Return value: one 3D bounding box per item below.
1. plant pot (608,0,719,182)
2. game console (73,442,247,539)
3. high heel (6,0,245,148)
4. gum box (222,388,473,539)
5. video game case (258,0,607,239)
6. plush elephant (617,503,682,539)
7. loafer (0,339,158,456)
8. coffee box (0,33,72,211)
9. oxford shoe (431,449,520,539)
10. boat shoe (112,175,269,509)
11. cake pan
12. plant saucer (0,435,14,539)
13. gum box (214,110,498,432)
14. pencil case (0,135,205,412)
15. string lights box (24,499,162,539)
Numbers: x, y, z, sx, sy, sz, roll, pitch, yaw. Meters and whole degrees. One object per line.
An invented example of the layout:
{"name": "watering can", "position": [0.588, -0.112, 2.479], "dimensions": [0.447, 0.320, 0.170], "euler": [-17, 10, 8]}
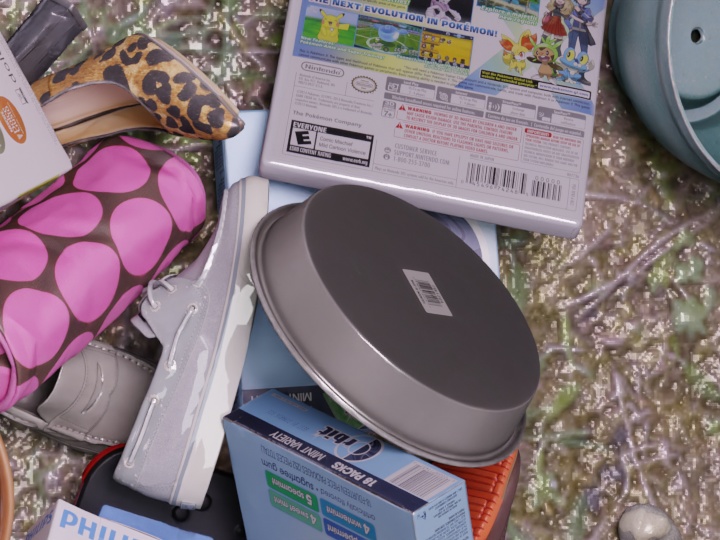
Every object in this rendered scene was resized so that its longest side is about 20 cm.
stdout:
{"name": "plant pot", "position": [0.237, -0.147, 1.747], "dimensions": [0.199, 0.134, 0.202], "euler": [-3, 97, -28]}
{"name": "game console", "position": [-0.112, 0.217, 1.711], "dimensions": [0.176, 0.031, 0.201], "euler": [20, 94, -13]}
{"name": "high heel", "position": [-0.167, -0.077, 1.663], "dimensions": [0.143, 0.199, 0.071], "euler": [-52, 140, -14]}
{"name": "gum box", "position": [0.003, 0.186, 1.622], "dimensions": [0.044, 0.169, 0.201], "euler": [-28, 123, -32]}
{"name": "video game case", "position": [0.048, -0.119, 1.728], "dimensions": [0.199, 0.022, 0.183], "euler": [11, 60, -3]}
{"name": "plush elephant", "position": [0.218, 0.254, 1.730], "dimensions": [0.164, 0.155, 0.201], "euler": [29, 82, -9]}
{"name": "loafer", "position": [-0.181, 0.071, 1.700], "dimensions": [0.199, 0.070, 0.070], "euler": [15, 85, -10]}
{"name": "coffee box", "position": [-0.318, -0.081, 1.577], "dimensions": [0.199, 0.198, 0.200], "euler": [-28, 94, 19]}
{"name": "oxford shoe", "position": [0.057, 0.194, 1.757], "dimensions": [0.072, 0.071, 0.201], "euler": [38, 71, -43]}
{"name": "boat shoe", "position": [-0.102, 0.038, 1.656], "dimensions": [0.071, 0.070, 0.202], "euler": [14, 86, -3]}
{"name": "cake pan", "position": [0.027, 0.025, 1.622], "dimensions": [0.200, 0.201, 0.037], "euler": [38, 118, -8]}
{"name": "plant saucer", "position": [-0.305, 0.133, 1.669], "dimensions": [0.199, 0.037, 0.202], "euler": [0, 101, -1]}
{"name": "gum box", "position": [0.000, 0.000, 1.738], "dimensions": [0.169, 0.045, 0.201], "euler": [-2, 85, -11]}
{"name": "pencil case", "position": [-0.181, -0.005, 1.660], "dimensions": [0.093, 0.091, 0.200], "euler": [22, 41, 26]}
{"name": "string lights box", "position": [-0.161, 0.244, 1.606], "dimensions": [0.102, 0.059, 0.201], "euler": [24, 56, -16]}
